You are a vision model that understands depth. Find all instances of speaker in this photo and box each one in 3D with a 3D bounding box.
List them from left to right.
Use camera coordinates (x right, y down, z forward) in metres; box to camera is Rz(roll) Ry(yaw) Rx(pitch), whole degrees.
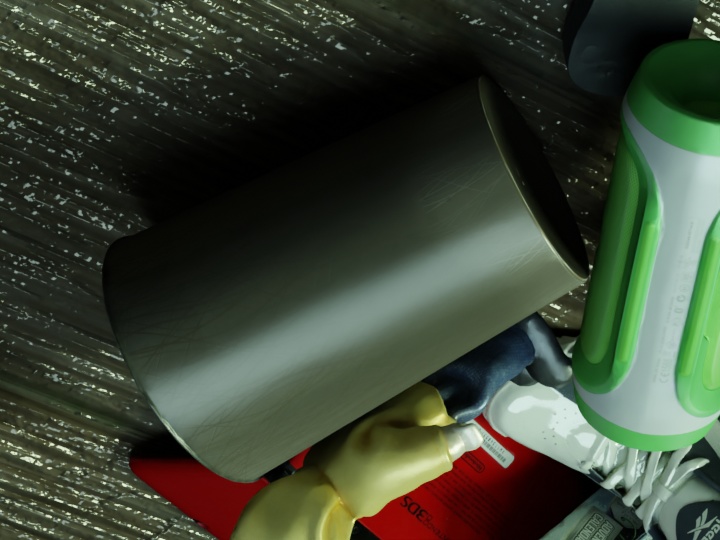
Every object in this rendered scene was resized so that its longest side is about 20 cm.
[{"bbox_3d":[0.155,-0.009,1.271,0.088,0.089,0.201,1,128,-9],"label":"speaker"}]

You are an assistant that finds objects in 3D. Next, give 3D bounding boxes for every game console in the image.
[{"bbox_3d":[0.001,0.117,1.499,0.172,0.119,0.200,-49,132,-2],"label":"game console"}]

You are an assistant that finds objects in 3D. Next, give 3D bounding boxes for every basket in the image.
[{"bbox_3d":[0.000,0.000,1.280,0.199,0.137,0.180,-27,167,13],"label":"basket"}]

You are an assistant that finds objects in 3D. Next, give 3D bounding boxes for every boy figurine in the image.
[{"bbox_3d":[0.020,0.093,1.332,0.065,0.200,0.124,54,157,-14],"label":"boy figurine"}]

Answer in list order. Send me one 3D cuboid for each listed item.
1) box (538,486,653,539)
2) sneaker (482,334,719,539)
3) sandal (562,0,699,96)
[{"bbox_3d":[0.109,0.198,1.529,0.137,0.040,0.200,-34,162,-45],"label":"box"},{"bbox_3d":[0.165,0.113,1.424,0.198,0.130,0.080,21,120,-29],"label":"sneaker"},{"bbox_3d":[0.138,-0.150,1.194,0.076,0.043,0.201,-3,139,-5],"label":"sandal"}]
